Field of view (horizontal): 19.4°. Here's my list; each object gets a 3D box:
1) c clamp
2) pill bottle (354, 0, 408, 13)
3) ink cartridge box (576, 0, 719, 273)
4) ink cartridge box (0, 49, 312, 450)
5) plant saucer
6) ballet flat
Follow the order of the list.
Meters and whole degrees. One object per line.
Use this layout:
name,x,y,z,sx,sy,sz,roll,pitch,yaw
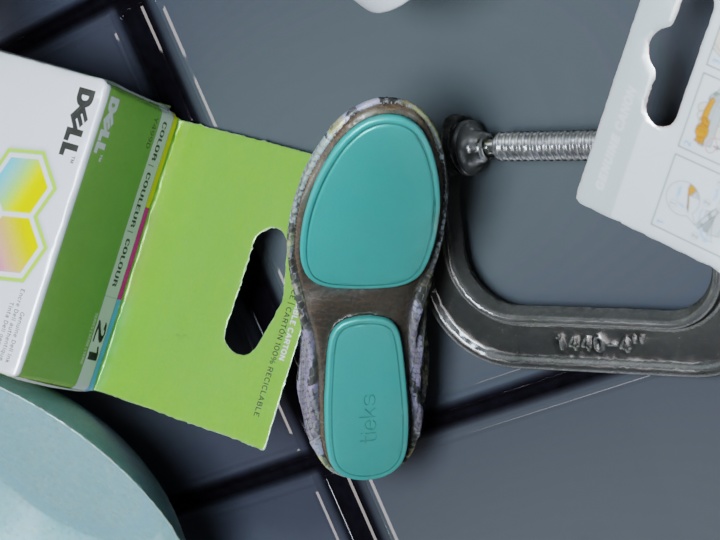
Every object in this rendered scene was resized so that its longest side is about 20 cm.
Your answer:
c clamp,0.108,-0.033,0.919,0.200,0.027,0.171,-5,109,30
pill bottle,-0.046,-0.195,0.860,0.200,0.109,0.109,35,127,-24
ink cartridge box,0.202,-0.060,0.837,0.200,0.047,0.160,26,118,20
ink cartridge box,-0.123,-0.015,0.996,0.200,0.076,0.148,16,88,26
plant saucer,-0.162,0.108,1.083,0.201,0.039,0.201,22,144,17
ballet flat,0.000,0.000,0.957,0.072,0.072,0.201,20,126,24
